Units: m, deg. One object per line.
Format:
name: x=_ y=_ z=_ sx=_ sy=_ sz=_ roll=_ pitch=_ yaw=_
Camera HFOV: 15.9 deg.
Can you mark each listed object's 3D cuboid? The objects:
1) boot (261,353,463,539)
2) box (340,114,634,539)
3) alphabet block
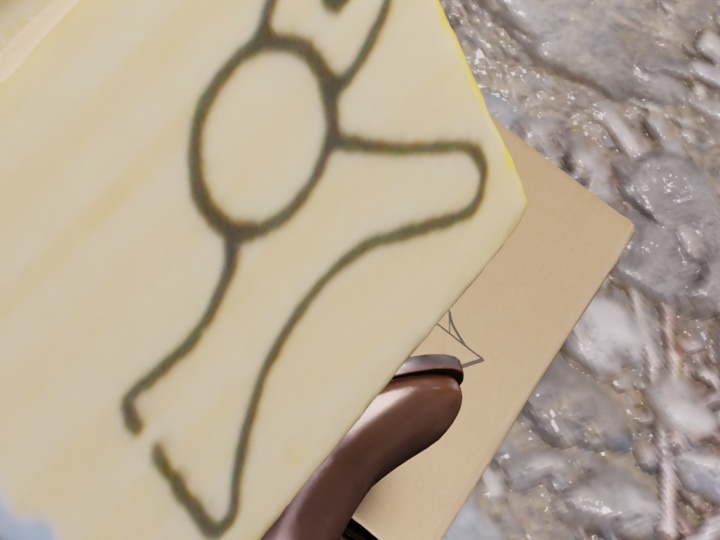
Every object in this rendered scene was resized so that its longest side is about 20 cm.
boot: x=0.001 y=0.146 z=0.832 sx=0.186 sy=0.064 sz=0.200 roll=-29 pitch=70 yaw=-13
box: x=0.000 y=0.000 z=0.974 sx=0.163 sy=0.021 sz=0.200 roll=37 pitch=49 yaw=1
alphabet block: x=-0.103 y=-0.033 z=0.729 sx=0.196 sy=0.196 sz=0.200 roll=22 pitch=60 yaw=38
